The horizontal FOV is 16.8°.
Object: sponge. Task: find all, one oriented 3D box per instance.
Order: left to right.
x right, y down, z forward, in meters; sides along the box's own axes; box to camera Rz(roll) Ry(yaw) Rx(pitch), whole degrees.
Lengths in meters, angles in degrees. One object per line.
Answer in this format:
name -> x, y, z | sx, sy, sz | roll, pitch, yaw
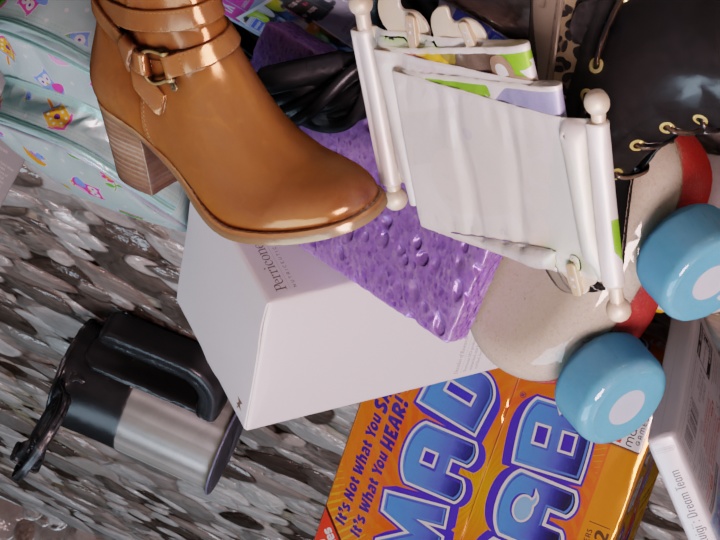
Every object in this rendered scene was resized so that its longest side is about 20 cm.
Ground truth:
sponge -> 0.004, -0.054, 1.427 | 0.199, 0.112, 0.030 | 33, -160, 27

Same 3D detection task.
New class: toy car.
toy car -> 0.175, -0.009, 1.442 | 0.199, 0.178, 0.185 | 8, -148, -43

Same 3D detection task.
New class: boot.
boot -> -0.077, -0.104, 1.347 | 0.199, 0.074, 0.156 | 16, 127, 32
boot -> 0.164, -0.077, 1.263 | 0.150, 0.202, 0.073 | 9, -163, 30

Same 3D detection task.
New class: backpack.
backpack -> -0.158, -0.125, 1.581 | 0.175, 0.154, 0.200 | 21, 160, 45

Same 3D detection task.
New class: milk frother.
milk frother -> -0.231, 0.163, 2.445 | 0.187, 0.201, 0.181 | 23, 159, 6

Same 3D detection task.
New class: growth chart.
growth chart -> 0.064, -0.067, 1.275 | 0.199, 0.018, 0.146 | 26, 131, 43

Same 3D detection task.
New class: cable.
cable -> -0.039, -0.153, 1.379 | 0.163, 0.051, 0.200 | 43, 136, -8

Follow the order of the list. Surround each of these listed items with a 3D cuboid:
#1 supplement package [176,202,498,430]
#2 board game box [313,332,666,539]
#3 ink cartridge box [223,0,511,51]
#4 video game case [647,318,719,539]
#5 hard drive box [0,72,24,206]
supplement package -> 0.000, 0.000, 1.548 | 0.122, 0.199, 0.120 | 58, 150, 36
board game box -> 0.108, 0.132, 1.753 | 0.199, 0.201, 0.200 | 22, -167, 12
ink cartridge box -> 0.000, -0.149, 1.477 | 0.199, 0.042, 0.119 | 26, 163, -8
video game case -> 0.244, 0.143, 1.654 | 0.024, 0.200, 0.183 | -18, 109, 19
hard drive box -> -0.309, -0.092, 1.799 | 0.077, 0.201, 0.155 | 35, 160, -27
